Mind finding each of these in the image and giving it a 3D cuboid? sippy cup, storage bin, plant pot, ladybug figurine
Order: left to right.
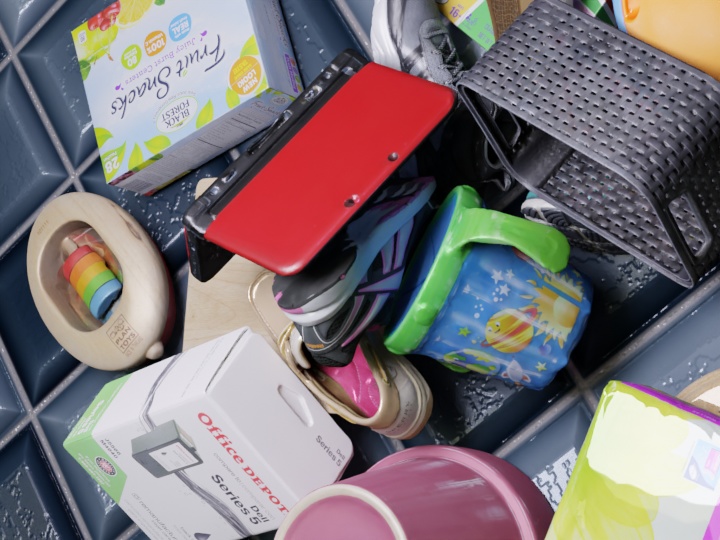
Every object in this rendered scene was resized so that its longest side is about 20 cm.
[{"bbox_3d":[-0.234,0.013,1.557,0.136,0.072,0.200,-48,59,18],"label":"ladybug figurine"},{"bbox_3d":[0.032,0.230,1.279,0.199,0.179,0.201,-7,78,33],"label":"plant pot"},{"bbox_3d":[0.103,0.023,1.281,0.130,0.178,0.140,25,94,-5],"label":"sippy cup"},{"bbox_3d":[0.179,-0.093,1.180,0.094,0.135,0.200,-46,47,-7],"label":"storage bin"}]

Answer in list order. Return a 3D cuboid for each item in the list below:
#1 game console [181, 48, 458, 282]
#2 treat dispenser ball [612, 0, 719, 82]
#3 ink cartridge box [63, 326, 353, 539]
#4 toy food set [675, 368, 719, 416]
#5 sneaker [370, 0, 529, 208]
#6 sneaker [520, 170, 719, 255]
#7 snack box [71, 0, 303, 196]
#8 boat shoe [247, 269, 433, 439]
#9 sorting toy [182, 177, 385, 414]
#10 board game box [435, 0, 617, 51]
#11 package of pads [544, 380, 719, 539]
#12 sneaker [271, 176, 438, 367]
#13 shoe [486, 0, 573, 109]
[{"bbox_3d":[-0.031,-0.062,1.300,0.119,0.173,0.200,38,70,14],"label":"game console"},{"bbox_3d":[0.276,-0.206,1.171,0.200,0.200,0.202,-6,79,33],"label":"treat dispenser ball"},{"bbox_3d":[-0.127,0.147,1.391,0.199,0.084,0.146,-23,115,43],"label":"ink cartridge box"},{"bbox_3d":[0.287,0.166,1.195,0.198,0.049,0.200,44,106,31],"label":"toy food set"},{"bbox_3d":[0.079,-0.153,1.349,0.113,0.075,0.201,-5,97,43],"label":"sneaker"},{"bbox_3d":[0.220,-0.063,1.274,0.199,0.077,0.080,-8,63,26],"label":"sneaker"},{"bbox_3d":[-0.161,-0.188,1.543,0.199,0.068,0.170,-27,68,29],"label":"snack box"},{"bbox_3d":[-0.027,0.057,1.327,0.200,0.069,0.074,39,104,32],"label":"boat shoe"},{"bbox_3d":[-0.050,0.022,1.433,0.199,0.069,0.200,0,82,34],"label":"sorting toy"},{"bbox_3d":[0.161,-0.260,1.353,0.153,0.040,0.201,43,107,31],"label":"board game box"},{"bbox_3d":[0.209,0.192,1.173,0.154,0.068,0.201,22,95,34],"label":"package of pads"},{"bbox_3d":[0.000,0.000,1.294,0.080,0.200,0.087,4,126,35],"label":"sneaker"},{"bbox_3d":[0.135,-0.217,1.314,0.070,0.053,0.201,149,123,-62],"label":"shoe"}]
